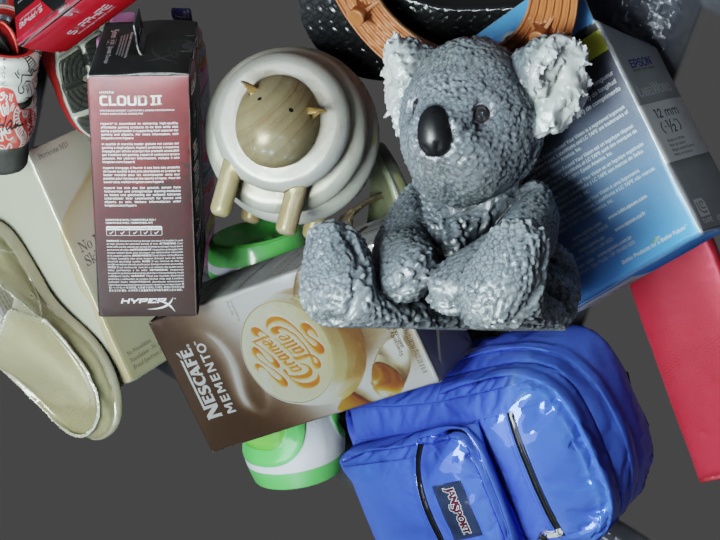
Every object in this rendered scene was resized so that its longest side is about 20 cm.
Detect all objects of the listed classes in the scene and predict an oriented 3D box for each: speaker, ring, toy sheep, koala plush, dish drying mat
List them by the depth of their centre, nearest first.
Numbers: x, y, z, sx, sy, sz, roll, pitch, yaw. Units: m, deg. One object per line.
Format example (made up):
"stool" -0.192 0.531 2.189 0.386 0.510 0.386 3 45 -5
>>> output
"koala plush" 0.070 -0.061 1.429 0.176 0.183 0.202 -1 87 30
"ring" 0.053 -0.202 1.448 0.199 0.019 0.201 19 131 23
"dish drying mat" 0.241 0.051 1.529 0.076 0.018 0.201 -15 101 35
"toy sheep" -0.048 -0.093 1.542 0.137 0.200 0.139 0 90 6
"speaker" -0.065 0.065 1.689 0.088 0.088 0.201 1 110 32

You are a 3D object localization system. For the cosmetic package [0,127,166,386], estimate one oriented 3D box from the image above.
"cosmetic package" -0.220 -0.010 1.747 0.073 0.103 0.201 -17 100 36

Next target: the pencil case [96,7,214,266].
"pencil case" -0.158 -0.098 1.684 0.087 0.087 0.201 8 113 30

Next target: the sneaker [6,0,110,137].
"sneaker" -0.237 -0.203 1.712 0.085 0.077 0.201 -5 105 55

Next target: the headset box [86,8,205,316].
"headset box" -0.152 -0.086 1.564 0.074 0.149 0.201 -1 111 -2

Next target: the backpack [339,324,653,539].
"backpack" 0.103 0.141 1.564 0.199 0.168 0.163 -14 110 34

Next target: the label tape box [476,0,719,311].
"label tape box" 0.154 -0.088 1.492 0.143 0.066 0.201 -32 78 39

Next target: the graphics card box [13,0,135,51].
"graphics card box" -0.212 -0.277 1.602 0.125 0.051 0.201 -28 65 45

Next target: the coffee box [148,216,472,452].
"coffee box" -0.036 0.046 1.574 0.199 0.080 0.115 -20 102 28

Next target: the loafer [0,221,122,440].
"loafer" -0.264 0.055 1.695 0.200 0.068 0.076 53 128 4

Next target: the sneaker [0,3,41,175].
"sneaker" -0.281 -0.164 1.688 0.067 0.202 0.109 4 118 -13

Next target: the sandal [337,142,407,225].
"sandal" 0.000 0.001 1.619 0.080 0.057 0.202 -122 37 -52

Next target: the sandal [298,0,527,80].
"sandal" 0.053 -0.174 1.548 0.199 0.045 0.076 8 121 14
